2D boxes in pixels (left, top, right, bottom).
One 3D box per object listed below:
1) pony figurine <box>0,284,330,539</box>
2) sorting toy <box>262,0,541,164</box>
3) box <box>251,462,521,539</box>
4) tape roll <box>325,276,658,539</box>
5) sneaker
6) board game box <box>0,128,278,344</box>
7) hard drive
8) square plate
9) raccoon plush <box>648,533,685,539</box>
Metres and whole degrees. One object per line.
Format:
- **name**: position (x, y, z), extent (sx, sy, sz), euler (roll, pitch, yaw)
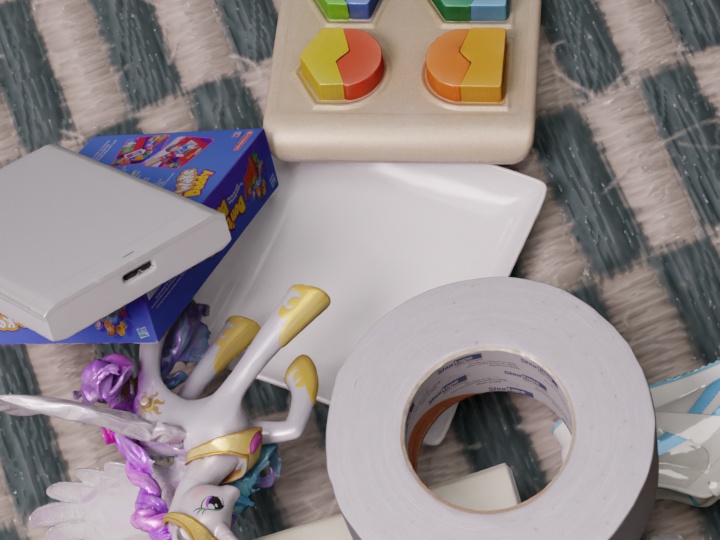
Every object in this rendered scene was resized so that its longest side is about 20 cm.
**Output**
- **pony figurine**: position (-0.123, 0.097, 1.376), extent (0.192, 0.167, 0.201), euler (7, 55, 26)
- **sorting toy**: position (0.031, -0.165, 1.519), extent (0.183, 0.037, 0.201), euler (1, 58, 7)
- **box**: position (0.011, 0.192, 1.374), extent (0.198, 0.068, 0.083), euler (-15, 66, 1)
- **tape roll**: position (0.079, 0.107, 1.327), extent (0.198, 0.066, 0.202), euler (-4, 63, 7)
- **sneaker**: position (0.225, 0.101, 1.384), extent (0.199, 0.077, 0.081), euler (-20, 74, 6)
- **board game box**: position (-0.153, -0.024, 1.424), extent (0.133, 0.045, 0.200), euler (-1, 30, 24)
- **hard drive**: position (-0.188, -0.021, 1.359), extent (0.131, 0.026, 0.199), euler (-31, 32, -28)
- **square plate**: position (0.000, 0.000, 1.476), extent (0.199, 0.028, 0.199), euler (19, 71, 15)
- **raccoon plush**: position (0.283, 0.192, 1.327), extent (0.134, 0.097, 0.200), euler (-36, 67, -16)
